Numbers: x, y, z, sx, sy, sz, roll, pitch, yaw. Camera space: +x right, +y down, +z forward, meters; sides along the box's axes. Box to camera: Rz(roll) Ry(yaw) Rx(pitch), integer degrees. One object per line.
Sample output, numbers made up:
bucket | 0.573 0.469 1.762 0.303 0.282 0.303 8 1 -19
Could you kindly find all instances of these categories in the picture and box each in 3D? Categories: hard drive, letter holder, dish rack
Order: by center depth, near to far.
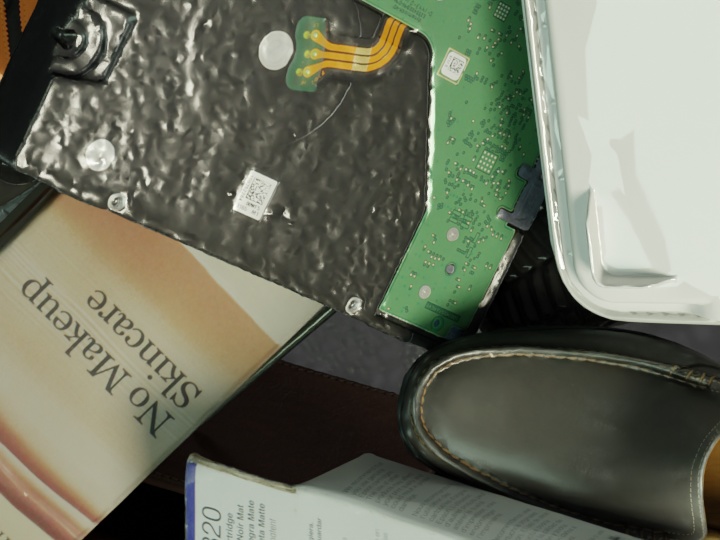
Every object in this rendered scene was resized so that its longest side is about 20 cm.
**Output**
dish rack | 0.127 -0.069 0.767 0.170 0.044 0.202 0 112 23
hard drive | -0.014 -0.065 0.801 0.199 0.141 0.038 23 -176 -37
letter holder | -0.076 0.111 0.996 0.198 0.142 0.101 15 129 14

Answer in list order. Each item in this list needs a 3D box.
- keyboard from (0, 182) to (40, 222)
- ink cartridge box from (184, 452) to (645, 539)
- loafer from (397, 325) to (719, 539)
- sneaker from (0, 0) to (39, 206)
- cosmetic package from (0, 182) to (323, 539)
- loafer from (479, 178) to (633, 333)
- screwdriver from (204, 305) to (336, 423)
keyboard | -0.141 -0.025 1.005 0.199 0.011 0.056 -25 130 36
ink cartridge box | 0.030 0.168 0.847 0.199 0.041 0.201 15 118 26
loafer | 0.111 0.060 0.816 0.198 0.072 0.073 9 88 0
sneaker | -0.094 -0.077 0.826 0.070 0.200 0.090 46 177 -42
cosmetic package | -0.089 0.011 0.905 0.103 0.087 0.200 44 97 -10
loafer | 0.128 -0.032 0.858 0.199 0.071 0.074 -22 83 29
screwdriver | 0.000 0.000 0.935 0.200 0.028 0.029 -35 71 27
